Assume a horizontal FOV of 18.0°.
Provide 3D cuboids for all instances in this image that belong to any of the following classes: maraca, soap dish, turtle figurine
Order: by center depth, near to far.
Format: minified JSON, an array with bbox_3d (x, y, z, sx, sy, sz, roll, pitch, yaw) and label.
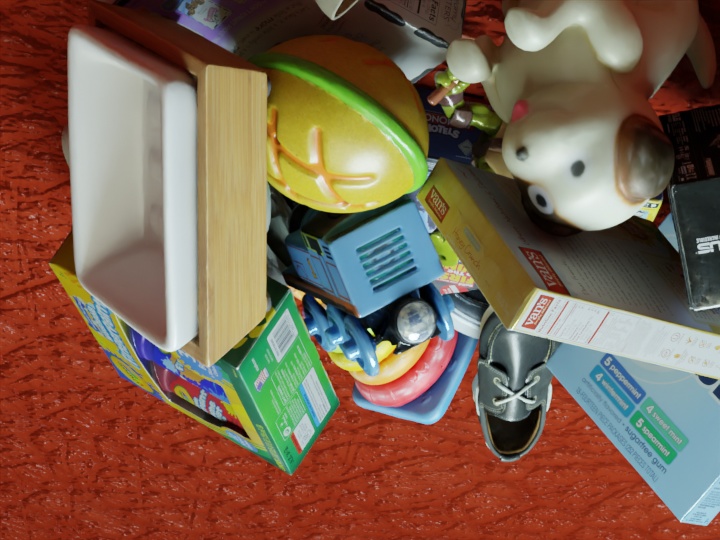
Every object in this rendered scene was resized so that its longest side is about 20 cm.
[{"bbox_3d":[-0.122,-0.060,1.460,0.081,0.202,0.157,-12,-154,-31],"label":"soap dish"},{"bbox_3d":[-0.027,-0.094,1.488,0.137,0.107,0.200,43,163,-20],"label":"maraca"},{"bbox_3d":[0.095,-0.076,1.584,0.199,0.162,0.064,28,157,-13],"label":"turtle figurine"}]

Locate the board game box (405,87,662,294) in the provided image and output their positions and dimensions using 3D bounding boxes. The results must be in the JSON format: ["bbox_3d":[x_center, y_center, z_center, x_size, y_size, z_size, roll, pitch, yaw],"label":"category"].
[{"bbox_3d":[0.110,-0.044,1.721,0.198,0.062,0.200,11,151,-4],"label":"board game box"}]

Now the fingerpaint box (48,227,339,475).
[{"bbox_3d":[-0.117,0.048,1.638,0.166,0.074,0.200,28,162,21],"label":"fingerpaint box"}]

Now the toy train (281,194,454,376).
[{"bbox_3d":[0.000,0.000,1.581,0.086,0.115,0.200,-24,-166,-12],"label":"toy train"}]

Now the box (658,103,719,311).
[{"bbox_3d":[0.283,-0.054,1.487,0.162,0.200,0.087,-11,105,7],"label":"box"}]

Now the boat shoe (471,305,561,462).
[{"bbox_3d":[0.126,0.083,1.793,0.071,0.068,0.200,2,149,-2],"label":"boat shoe"}]

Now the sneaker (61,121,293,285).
[{"bbox_3d":[-0.120,-0.056,1.675,0.115,0.074,0.200,-20,125,41],"label":"sneaker"}]

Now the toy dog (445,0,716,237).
[{"bbox_3d":[0.141,-0.120,1.440,0.139,0.201,0.194,-17,141,38],"label":"toy dog"}]

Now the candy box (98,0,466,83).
[{"bbox_3d":[-0.054,-0.180,1.520,0.199,0.072,0.167,25,146,-25],"label":"candy box"}]

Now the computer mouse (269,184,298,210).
[{"bbox_3d":[-0.049,-0.075,1.699,0.199,0.053,0.138,30,161,-12],"label":"computer mouse"}]

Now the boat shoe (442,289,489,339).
[{"bbox_3d":[0.156,0.012,1.806,0.199,0.071,0.091,10,148,-13],"label":"boat shoe"}]

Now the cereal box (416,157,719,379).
[{"bbox_3d":[0.145,0.000,1.476,0.199,0.144,0.040,14,119,-36],"label":"cereal box"}]

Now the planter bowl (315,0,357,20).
[{"bbox_3d":[0.000,-0.261,1.274,0.135,0.200,0.200,41,145,-1],"label":"planter bowl"}]

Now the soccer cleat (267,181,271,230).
[{"bbox_3d":[-0.118,-0.092,1.602,0.069,0.201,0.078,-34,159,0],"label":"soccer cleat"}]

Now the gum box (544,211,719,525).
[{"bbox_3d":[0.253,0.054,1.658,0.200,0.170,0.044,-51,146,17],"label":"gum box"}]

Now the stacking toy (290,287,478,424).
[{"bbox_3d":[-0.006,0.032,1.818,0.200,0.110,0.116,34,165,-38],"label":"stacking toy"}]
